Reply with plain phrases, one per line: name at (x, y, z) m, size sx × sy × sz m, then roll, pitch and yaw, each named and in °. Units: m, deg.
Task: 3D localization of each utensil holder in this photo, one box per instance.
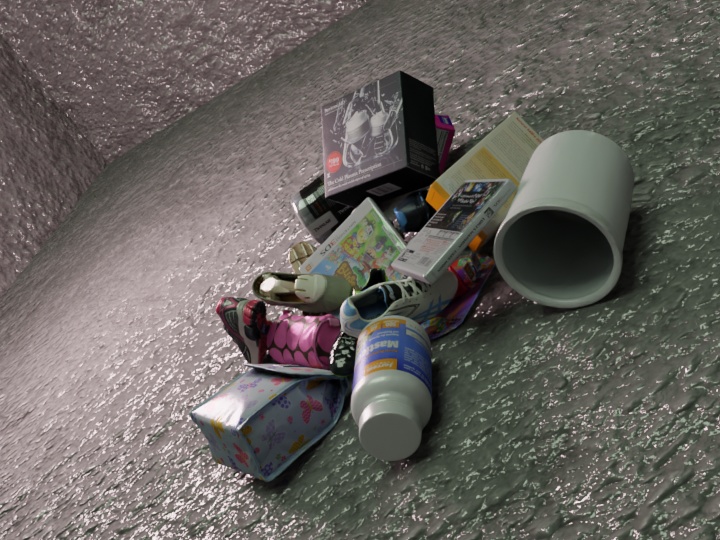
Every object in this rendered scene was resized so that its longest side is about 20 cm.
utensil holder at (0.289, -0.075, 1.286) m, size 0.169 × 0.171 × 0.201 m, roll -19°, pitch 27°, yaw 36°

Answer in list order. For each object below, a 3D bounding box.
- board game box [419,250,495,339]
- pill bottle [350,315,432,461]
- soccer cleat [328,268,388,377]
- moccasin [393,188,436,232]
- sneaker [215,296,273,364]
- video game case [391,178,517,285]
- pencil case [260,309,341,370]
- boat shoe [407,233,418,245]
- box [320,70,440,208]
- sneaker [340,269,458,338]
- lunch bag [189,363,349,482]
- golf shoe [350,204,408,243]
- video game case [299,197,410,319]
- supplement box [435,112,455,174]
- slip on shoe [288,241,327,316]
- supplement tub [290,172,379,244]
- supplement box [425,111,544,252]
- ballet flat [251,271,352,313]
board game box at (0.121, 0.030, 1.480) m, size 0.157 × 0.039 × 0.201 m, roll -10°, pitch 36°, yaw 47°
pill bottle at (0.043, 0.161, 1.273) m, size 0.111 × 0.112 × 0.201 m, roll -29°, pitch 25°, yaw 19°
soccer cleat at (-0.003, 0.078, 1.433) m, size 0.067 × 0.082 × 0.201 m, roll 5°, pitch 42°, yaw 23°
moccasin at (0.116, -0.105, 1.652) m, size 0.068 × 0.081 × 0.200 m, roll -25°, pitch 9°, yaw 17°
sneaker at (-0.201, 0.103, 1.645) m, size 0.074 × 0.201 × 0.081 m, roll 14°, pitch 59°, yaw 12°
video game case at (0.132, -0.061, 1.363) m, size 0.182 × 0.023 × 0.200 m, roll -49°, pitch 12°, yaw -4°
pencil case at (-0.086, 0.114, 1.534) m, size 0.199 × 0.090 × 0.095 m, roll -2°, pitch 74°, yaw 59°
boat shoe at (0.160, -0.074, 1.571) m, size 0.200 × 0.071 × 0.070 m, roll -42°, pitch 26°, yaw -15°
box at (0.033, -0.231, 1.681) m, size 0.198 × 0.103 × 0.185 m, roll -17°, pitch 69°, yaw 38°
sneaker at (0.062, 0.043, 1.383) m, size 0.198 × 0.073 × 0.072 m, roll -20°, pitch 62°, yaw -19°
lunch bag at (-0.135, 0.209, 1.424) m, size 0.199 × 0.128 × 0.169 m, roll -34°, pitch 20°, yaw -30°
golf shoe at (0.009, -0.057, 1.669) m, size 0.094 × 0.078 × 0.200 m, roll -39°, pitch 26°, yaw -8°
video game case at (0.000, 0.000, 1.579) m, size 0.182 × 0.022 × 0.201 m, roll -45°, pitch 51°, yaw 12°
supplement box at (0.079, -0.274, 1.868) m, size 0.102 × 0.197 × 0.104 m, roll -100°, pitch 25°, yaw -63°
slip on shoe at (-0.076, 0.040, 1.672) m, size 0.076 × 0.061 × 0.201 m, roll -32°, pitch 56°, yaw 12°
supplement tub at (-0.036, -0.156, 1.927) m, size 0.199 × 0.123 × 0.123 m, roll -35°, pitch 24°, yaw 7°
supplement box at (0.221, -0.145, 1.520) m, size 0.200 × 0.126 × 0.074 m, roll -40°, pitch -11°, yaw -13°
ballet flat at (-0.107, 0.034, 1.588) m, size 0.198 × 0.063 × 0.068 m, roll 0°, pitch 70°, yaw 38°
